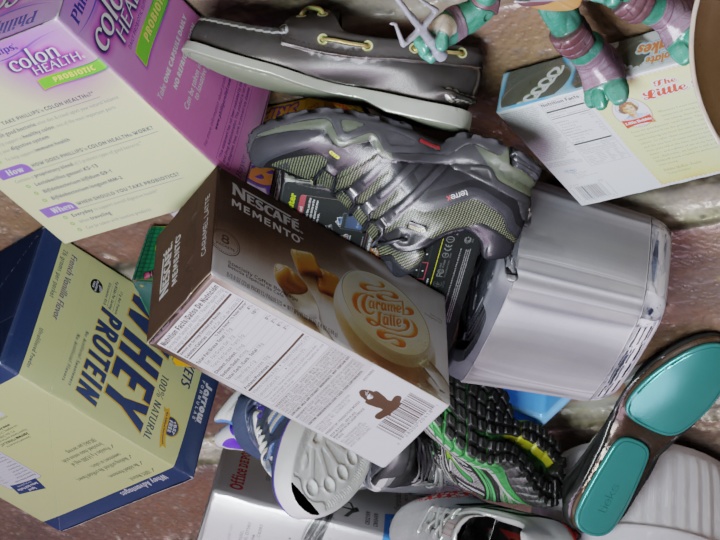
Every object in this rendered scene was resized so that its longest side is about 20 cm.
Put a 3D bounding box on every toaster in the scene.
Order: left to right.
[{"bbox_3d":[0.145,0.013,1.622,0.128,0.114,0.200,13,146,-6],"label":"toaster"}]

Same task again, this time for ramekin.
[{"bbox_3d":[0.234,0.222,1.889,0.199,0.106,0.201,6,152,3],"label":"ramekin"}]

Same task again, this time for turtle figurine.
[{"bbox_3d":[0.114,-0.173,1.363,0.199,0.101,0.149,26,154,-38],"label":"turtle figurine"}]

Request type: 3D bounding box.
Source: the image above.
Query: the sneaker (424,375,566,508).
[{"bbox_3d":[0.081,0.135,1.765,0.085,0.078,0.200,-10,141,33],"label":"sneaker"}]

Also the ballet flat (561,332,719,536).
[{"bbox_3d":[0.219,0.118,1.768,0.068,0.068,0.200,30,107,-21],"label":"ballet flat"}]

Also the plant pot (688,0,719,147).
[{"bbox_3d":[0.294,-0.128,1.311,0.199,0.202,0.134,8,-177,9],"label":"plant pot"}]

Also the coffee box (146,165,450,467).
[{"bbox_3d":[-0.040,0.033,1.527,0.199,0.115,0.080,30,124,-23],"label":"coffee box"}]

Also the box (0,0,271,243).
[{"bbox_3d":[-0.195,-0.127,1.546,0.175,0.097,0.200,-14,139,36],"label":"box"}]

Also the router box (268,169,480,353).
[{"bbox_3d":[0.000,0.000,1.616,0.149,0.062,0.201,7,130,-9],"label":"router box"}]

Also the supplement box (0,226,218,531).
[{"bbox_3d":[-0.257,0.097,1.869,0.199,0.135,0.199,34,142,-28],"label":"supplement box"}]

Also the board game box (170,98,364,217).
[{"bbox_3d":[-0.071,-0.078,1.641,0.199,0.030,0.096,-12,139,30],"label":"board game box"}]

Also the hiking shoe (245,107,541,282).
[{"bbox_3d":[0.016,-0.049,1.486,0.199,0.101,0.076,10,176,7],"label":"hiking shoe"}]

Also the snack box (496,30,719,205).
[{"bbox_3d":[0.204,-0.107,1.483,0.199,0.037,0.116,-13,140,35],"label":"snack box"}]

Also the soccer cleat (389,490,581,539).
[{"bbox_3d":[0.088,0.216,1.821,0.199,0.069,0.085,6,172,45],"label":"soccer cleat"}]

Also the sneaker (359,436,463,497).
[{"bbox_3d":[0.054,0.157,1.893,0.115,0.076,0.200,8,172,-9],"label":"sneaker"}]

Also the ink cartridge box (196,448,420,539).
[{"bbox_3d":[-0.041,0.232,1.976,0.199,0.146,0.085,15,103,-3],"label":"ink cartridge box"}]

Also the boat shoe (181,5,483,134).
[{"bbox_3d":[-0.018,-0.143,1.495,0.200,0.061,0.072,14,178,1],"label":"boat shoe"}]

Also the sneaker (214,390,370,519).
[{"bbox_3d":[-0.065,0.143,1.812,0.146,0.200,0.081,-23,117,33],"label":"sneaker"}]

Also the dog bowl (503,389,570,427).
[{"bbox_3d":[0.114,0.086,1.797,0.111,0.050,0.200,21,147,-12],"label":"dog bowl"}]

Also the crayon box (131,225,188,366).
[{"bbox_3d":[-0.066,0.024,1.760,0.199,0.059,0.119,2,144,17],"label":"crayon box"}]
